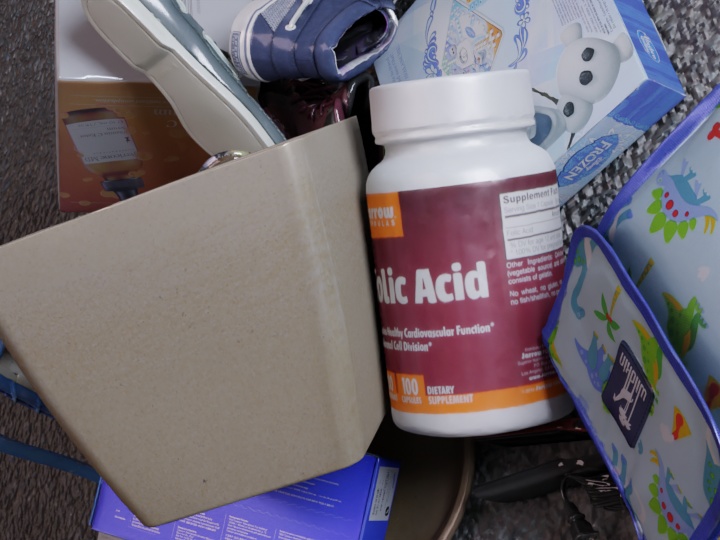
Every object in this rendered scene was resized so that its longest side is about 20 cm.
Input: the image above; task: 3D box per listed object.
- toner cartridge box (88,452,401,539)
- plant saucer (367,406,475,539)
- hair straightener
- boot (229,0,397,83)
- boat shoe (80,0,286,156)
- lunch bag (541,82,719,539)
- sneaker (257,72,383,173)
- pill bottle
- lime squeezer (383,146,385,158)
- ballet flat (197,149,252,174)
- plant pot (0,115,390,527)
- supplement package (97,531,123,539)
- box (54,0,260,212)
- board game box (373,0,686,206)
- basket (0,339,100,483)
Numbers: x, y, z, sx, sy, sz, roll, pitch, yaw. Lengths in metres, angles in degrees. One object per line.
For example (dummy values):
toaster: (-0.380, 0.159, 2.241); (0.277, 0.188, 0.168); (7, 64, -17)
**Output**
toner cartridge box: (-0.078, 0.148, 0.911); (0.198, 0.043, 0.096); (11, 83, 25)
plant saucer: (-0.010, 0.122, 0.929); (0.198, 0.029, 0.202); (-6, 77, 27)
hair straightener: (0.142, 0.120, 0.788); (0.199, 0.041, 0.078); (-14, 67, 44)
boot: (0.000, -0.187, 0.985); (0.090, 0.200, 0.073); (13, 132, 33)
boat shoe: (-0.107, -0.141, 0.972); (0.073, 0.200, 0.062); (-11, 40, 51)
lunch bag: (0.186, 0.033, 0.679); (0.200, 0.127, 0.171); (-50, 44, 29)
sneaker: (-0.017, -0.121, 1.005); (0.116, 0.075, 0.201); (107, 144, -53)
pill bottle: (0.063, -0.012, 0.815); (0.114, 0.113, 0.202); (-1, 97, 51)
lime squeezer: (0.000, 0.000, 0.961); (0.038, 0.070, 0.201); (49, 120, 32)
ballet flat: (-0.069, -0.028, 0.989); (0.071, 0.201, 0.073); (-12, 48, 14)
plant pot: (-0.079, 0.031, 0.809); (0.198, 0.200, 0.179); (-18, 97, 11)
supplement package: (-0.112, 0.146, 1.032); (0.109, 0.113, 0.202); (0, 77, 51)
box: (-0.168, -0.139, 1.108); (0.200, 0.151, 0.107); (111, 155, -61)
board game box: (0.099, -0.131, 0.912); (0.199, 0.043, 0.201); (-43, 48, 36)
basket: (-0.231, 0.085, 1.153); (0.139, 0.176, 0.201); (-37, 40, 34)
